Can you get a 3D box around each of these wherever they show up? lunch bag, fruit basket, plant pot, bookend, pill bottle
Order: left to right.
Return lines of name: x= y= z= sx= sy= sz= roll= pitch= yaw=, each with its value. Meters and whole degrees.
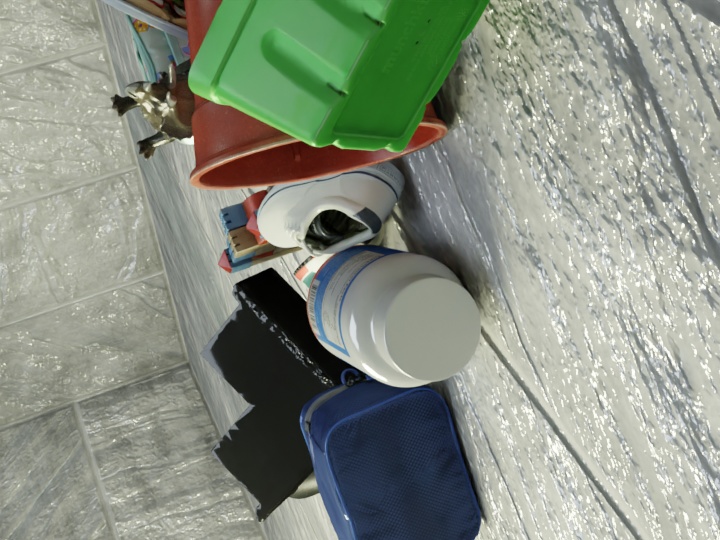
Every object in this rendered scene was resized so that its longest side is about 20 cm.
lunch bag: x=-0.173 y=-0.241 z=1.271 sx=0.077 sy=0.160 sz=0.201 roll=94 pitch=154 yaw=-57
bookend: x=-0.107 y=0.142 z=1.296 sx=0.199 sy=0.200 sz=0.092 roll=43 pitch=-157 yaw=8
plant pot: x=-0.049 y=-0.180 z=0.860 sx=0.201 sy=0.199 sz=0.197 roll=156 pitch=103 yaw=-76
fruit basket: x=-0.020 y=-0.193 z=0.684 sx=0.215 sy=0.155 sz=0.217 roll=2 pitch=94 yaw=37
lunch bag: x=0.022 y=0.193 z=1.138 sx=0.132 sy=0.135 sz=0.201 roll=-168 pitch=60 yaw=-73
pill bottle: x=0.029 y=0.038 z=0.967 sx=0.200 sy=0.112 sz=0.113 roll=-162 pitch=54 yaw=-72

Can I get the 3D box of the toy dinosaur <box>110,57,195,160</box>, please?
toy dinosaur: x=-0.144 y=-0.151 z=0.967 sx=0.200 sy=0.102 sz=0.077 roll=-49 pitch=-57 yaw=-56

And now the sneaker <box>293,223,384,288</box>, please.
sneaker: x=0.000 y=0.000 z=1.156 sx=0.093 sy=0.070 sz=0.200 roll=46 pitch=158 yaw=-4

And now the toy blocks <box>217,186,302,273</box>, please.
toy blocks: x=-0.095 y=-0.054 z=1.261 sx=0.200 sy=0.136 sz=0.100 roll=127 pitch=123 yaw=-72

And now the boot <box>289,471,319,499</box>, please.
boot: x=-0.017 y=0.270 z=1.350 sx=0.198 sy=0.073 sz=0.163 roll=-45 pitch=51 yaw=32

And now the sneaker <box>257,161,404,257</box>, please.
sneaker: x=-0.043 y=-0.049 z=1.046 sx=0.073 sy=0.071 sz=0.200 roll=41 pitch=148 yaw=-20

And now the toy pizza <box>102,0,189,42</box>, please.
toy pizza: x=-0.170 y=-0.237 z=0.980 sx=0.032 sy=0.199 sz=0.200 roll=-63 pitch=30 yaw=13
